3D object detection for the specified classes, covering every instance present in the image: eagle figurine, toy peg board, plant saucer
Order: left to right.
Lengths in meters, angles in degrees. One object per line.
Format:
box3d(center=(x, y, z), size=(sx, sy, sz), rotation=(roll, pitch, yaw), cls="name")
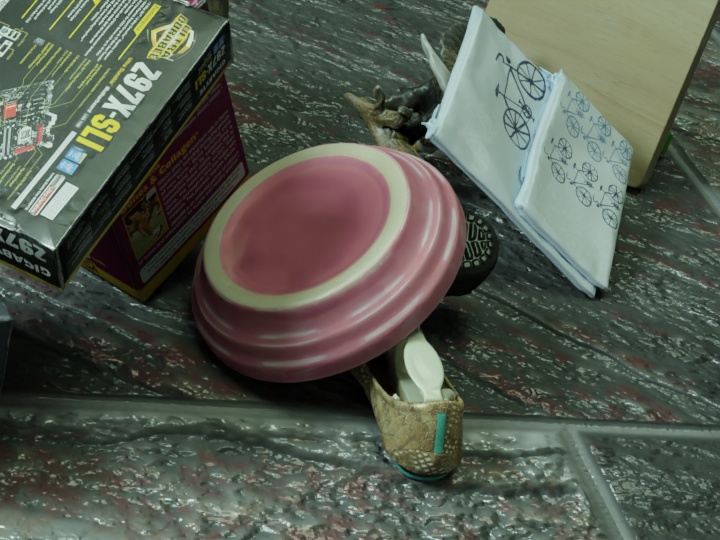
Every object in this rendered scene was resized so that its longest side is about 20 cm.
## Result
box3d(center=(-0.029, -0.016, 1.322), size=(0.200, 0.051, 0.201), rotation=(-15, 45, 15), cls="plant saucer")
box3d(center=(0.091, -0.129, 1.613), size=(0.200, 0.152, 0.151), rotation=(-10, 16, -28), cls="eagle figurine")
box3d(center=(0.218, -0.205, 1.744), size=(0.200, 0.199, 0.098), rotation=(28, 16, 24), cls="toy peg board")

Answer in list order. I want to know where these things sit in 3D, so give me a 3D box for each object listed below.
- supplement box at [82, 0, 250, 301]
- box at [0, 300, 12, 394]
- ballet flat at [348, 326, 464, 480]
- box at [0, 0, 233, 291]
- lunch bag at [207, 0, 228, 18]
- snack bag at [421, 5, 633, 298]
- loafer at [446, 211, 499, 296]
box3d(center=(-0.164, -0.097, 1.328), size=(0.103, 0.200, 0.131), rotation=(29, 62, 26), cls="supplement box")
box3d(center=(-0.334, 0.029, 1.142), size=(0.200, 0.123, 0.198), rotation=(-2, 31, -28), cls="box")
box3d(center=(0.028, 0.059, 1.306), size=(0.070, 0.065, 0.200), rotation=(0, 31, -22), cls="ballet flat")
box3d(center=(-0.195, -0.102, 1.177), size=(0.159, 0.049, 0.200), rotation=(24, 59, 13), cls="box")
box3d(center=(-0.165, -0.165, 1.518), size=(0.117, 0.164, 0.200), rotation=(6, 30, -6), cls="lunch bag")
box3d(center=(0.140, -0.102, 1.538), size=(0.200, 0.021, 0.189), rotation=(43, 40, -20), cls="snack bag")
box3d(center=(0.000, 0.000, 1.412), size=(0.200, 0.071, 0.073), rotation=(3, 57, 5), cls="loafer")
